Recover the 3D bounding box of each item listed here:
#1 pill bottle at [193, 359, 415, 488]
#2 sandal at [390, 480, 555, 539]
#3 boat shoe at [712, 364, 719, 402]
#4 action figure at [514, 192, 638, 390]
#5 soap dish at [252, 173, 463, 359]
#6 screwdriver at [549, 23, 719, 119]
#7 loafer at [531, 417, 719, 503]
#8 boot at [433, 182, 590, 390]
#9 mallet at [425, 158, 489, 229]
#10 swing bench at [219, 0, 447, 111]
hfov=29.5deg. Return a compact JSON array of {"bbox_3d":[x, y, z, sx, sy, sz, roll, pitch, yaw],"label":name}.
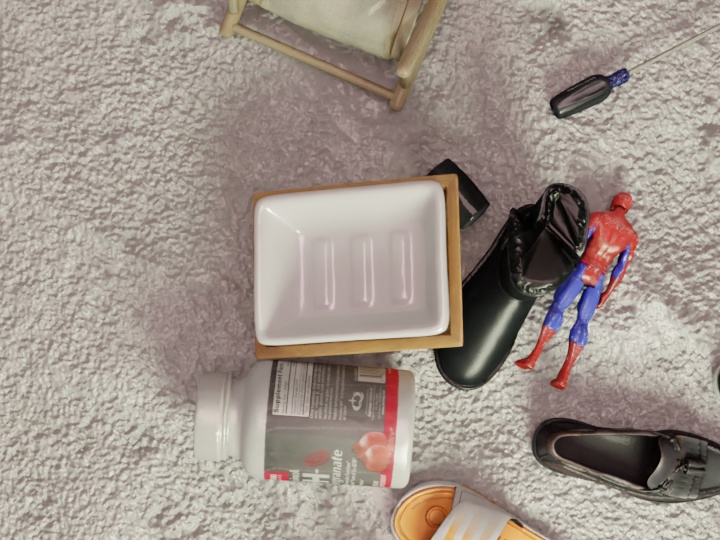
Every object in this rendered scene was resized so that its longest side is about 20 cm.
[{"bbox_3d":[-0.051,0.140,1.267,0.199,0.111,0.111,4,86,-1],"label":"pill bottle"},{"bbox_3d":[0.130,0.260,1.287,0.206,0.059,0.079,23,86,1],"label":"sandal"},{"bbox_3d":[0.436,0.082,1.304,0.199,0.060,0.076,-22,86,-3],"label":"boat shoe"},{"bbox_3d":[0.214,0.013,1.313,0.065,0.052,0.201,29,81,-4],"label":"action figure"},{"bbox_3d":[0.000,0.000,1.266,0.199,0.081,0.158,-4,80,17],"label":"soap dish"},{"bbox_3d":[0.276,-0.201,1.335,0.199,0.029,0.028,-27,87,2],"label":"screwdriver"},{"bbox_3d":[0.263,0.182,1.293,0.199,0.063,0.072,9,86,0],"label":"loafer"},{"bbox_3d":[0.134,0.017,1.251,0.076,0.168,0.201,30,87,1],"label":"boot"},{"bbox_3d":[0.042,-0.014,1.320,0.066,0.041,0.200,40,90,5],"label":"mallet"},{"bbox_3d":[-0.009,-0.291,1.294,0.198,0.130,0.201,24,81,1],"label":"swing bench"}]
